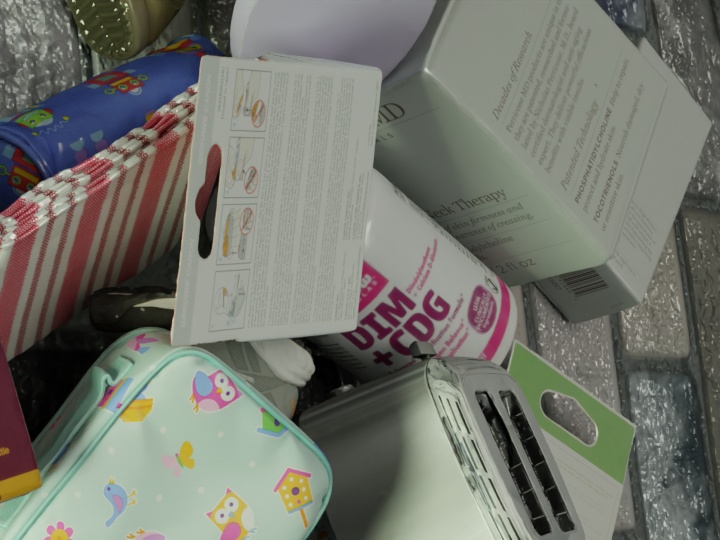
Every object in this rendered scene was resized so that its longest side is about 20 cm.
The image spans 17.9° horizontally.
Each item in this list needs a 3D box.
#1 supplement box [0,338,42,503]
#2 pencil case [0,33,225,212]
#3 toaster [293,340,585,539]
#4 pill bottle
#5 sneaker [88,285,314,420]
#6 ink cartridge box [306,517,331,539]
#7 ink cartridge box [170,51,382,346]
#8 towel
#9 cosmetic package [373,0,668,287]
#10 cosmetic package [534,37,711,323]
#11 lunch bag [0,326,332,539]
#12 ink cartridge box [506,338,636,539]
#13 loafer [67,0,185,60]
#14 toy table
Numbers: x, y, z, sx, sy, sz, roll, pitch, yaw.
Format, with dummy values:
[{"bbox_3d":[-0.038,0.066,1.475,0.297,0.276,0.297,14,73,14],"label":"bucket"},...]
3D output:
[{"bbox_3d":[-0.258,0.038,1.220,0.085,0.110,0.201,-16,89,-46],"label":"supplement box"},{"bbox_3d":[-0.151,-0.077,1.389,0.200,0.078,0.087,-31,132,-46],"label":"pencil case"},{"bbox_3d":[0.052,0.147,1.432,0.113,0.129,0.201,6,58,-59],"label":"toaster"},{"bbox_3d":[0.000,0.000,1.494,0.200,0.113,0.114,39,53,-30],"label":"pill bottle"},{"bbox_3d":[-0.095,0.060,1.389,0.200,0.074,0.080,34,64,-53],"label":"sneaker"},{"bbox_3d":[-0.034,0.235,1.446,0.200,0.050,0.161,50,48,-11],"label":"ink cartridge box"},{"bbox_3d":[-0.060,-0.043,1.314,0.200,0.057,0.164,-2,100,-56],"label":"ink cartridge box"},{"bbox_3d":[-0.153,-0.026,1.316,0.030,0.147,0.200,43,54,15],"label":"towel"},{"bbox_3d":[0.073,-0.111,1.562,0.200,0.167,0.167,42,52,-28],"label":"cosmetic package"},{"bbox_3d":[0.188,-0.070,1.738,0.102,0.074,0.201,48,47,-25],"label":"cosmetic package"},{"bbox_3d":[-0.123,0.137,1.304,0.160,0.077,0.200,43,80,-24],"label":"lunch bag"},{"bbox_3d":[0.118,0.171,1.611,0.145,0.048,0.201,35,55,-34],"label":"ink cartridge box"},{"bbox_3d":[-0.165,-0.233,1.428,0.067,0.076,0.201,-28,108,-47],"label":"loafer"},{"bbox_3d":[-0.029,-0.198,1.399,0.183,0.200,0.118,-4,55,-31],"label":"toy table"}]
